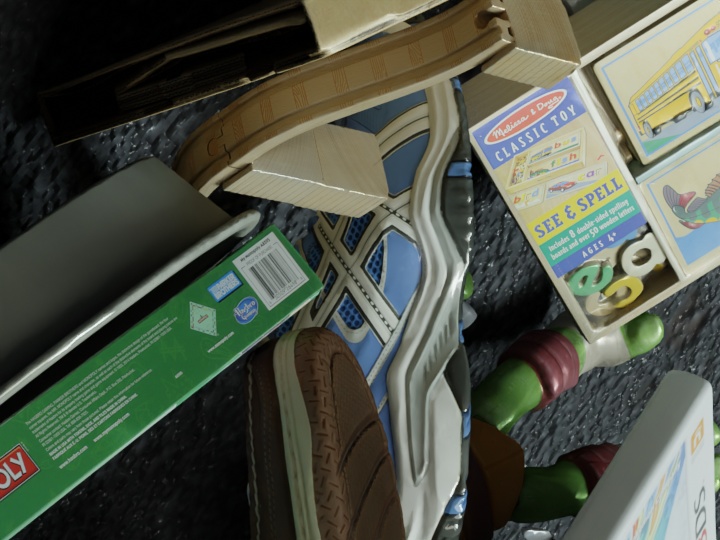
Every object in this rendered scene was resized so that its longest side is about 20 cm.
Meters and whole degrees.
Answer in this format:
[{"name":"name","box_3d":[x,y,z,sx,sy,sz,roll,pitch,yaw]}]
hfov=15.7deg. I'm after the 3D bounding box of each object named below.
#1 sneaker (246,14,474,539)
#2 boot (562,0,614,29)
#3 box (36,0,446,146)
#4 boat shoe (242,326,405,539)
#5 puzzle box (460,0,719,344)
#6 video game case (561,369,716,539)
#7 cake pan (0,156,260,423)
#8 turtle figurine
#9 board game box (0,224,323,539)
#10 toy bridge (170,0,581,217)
[{"name":"sneaker","box_3d":[0.000,0.000,0.915,0.076,0.077,0.201,95,-3,-74]},{"name":"boot","box_3d":[0.124,-0.081,1.045,0.095,0.074,0.200,-37,142,-13]},{"name":"box","box_3d":[0.013,-0.095,0.840,0.200,0.163,0.021,-28,99,-35]},{"name":"boat shoe","box_3d":[-0.024,0.122,0.851,0.075,0.075,0.203,-9,90,-73]},{"name":"puzzle box","box_3d":[0.143,-0.069,0.989,0.200,0.025,0.133,-32,132,3]},{"name":"video game case","box_3d":[0.088,0.167,0.994,0.200,0.022,0.183,-53,149,-35]},{"name":"cake pan","box_3d":[-0.119,0.032,0.788,0.200,0.037,0.200,-38,180,0]},{"name":"turtle figurine","box_3d":[0.069,0.065,1.043,0.194,0.144,0.201,-21,138,-40]},{"name":"board game box","box_3d":[-0.110,0.067,0.794,0.134,0.029,0.200,-37,-179,42]},{"name":"toy bridge","box_3d":[-0.022,-0.036,0.852,0.067,0.027,0.200,10,149,-43]}]
